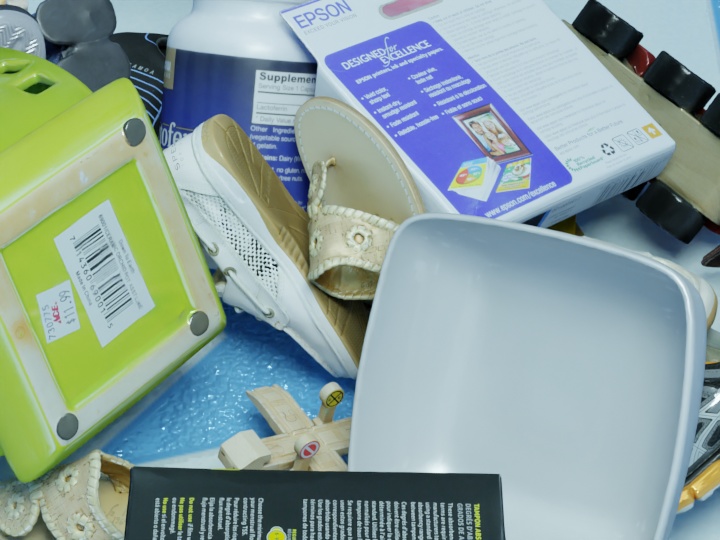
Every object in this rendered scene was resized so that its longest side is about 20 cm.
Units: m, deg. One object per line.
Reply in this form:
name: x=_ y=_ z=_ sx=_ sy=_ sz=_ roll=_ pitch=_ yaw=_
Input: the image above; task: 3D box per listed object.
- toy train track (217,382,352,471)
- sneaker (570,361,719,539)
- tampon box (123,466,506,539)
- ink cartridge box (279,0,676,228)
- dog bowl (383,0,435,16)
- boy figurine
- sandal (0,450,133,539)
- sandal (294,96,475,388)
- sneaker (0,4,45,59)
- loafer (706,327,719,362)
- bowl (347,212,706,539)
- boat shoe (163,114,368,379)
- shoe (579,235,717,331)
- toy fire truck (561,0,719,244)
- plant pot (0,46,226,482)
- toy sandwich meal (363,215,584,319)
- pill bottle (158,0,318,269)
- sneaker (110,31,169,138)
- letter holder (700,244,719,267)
toy train track: x=0.006 y=0.089 z=1.235 sx=0.199 sy=0.033 sz=0.115 roll=-11 pitch=43 yaw=-35
sneaker: x=0.195 y=0.094 z=1.201 sx=0.199 sy=0.078 sz=0.077 roll=-35 pitch=84 yaw=0
tampon box: x=-0.025 y=0.198 z=1.071 sx=0.198 sy=0.150 sz=0.127 roll=2 pitch=45 yaw=-2
ink cartridge box: x=0.072 y=-0.111 z=1.297 sx=0.197 sy=0.043 sz=0.200 roll=-24 pitch=66 yaw=-37
dog bowl: x=0.044 y=-0.178 z=1.515 sx=0.199 sy=0.074 sz=0.201 roll=2 pitch=44 yaw=-2
boy figurine: x=-0.227 y=-0.126 z=1.395 sx=0.064 sy=0.200 sz=0.125 roll=-18 pitch=89 yaw=-30
sandal: x=-0.141 y=0.131 z=1.177 sx=0.210 sy=0.070 sz=0.078 roll=3 pitch=44 yaw=-1
sandal: x=0.003 y=-0.002 z=1.215 sx=0.069 sy=0.077 sz=0.213 roll=-29 pitch=91 yaw=-43
sneaker: x=-0.276 y=-0.114 z=1.345 sx=0.077 sy=0.200 sz=0.112 roll=19 pitch=32 yaw=-31
loafer: x=0.218 y=0.079 z=1.276 sx=0.199 sy=0.075 sz=0.070 roll=30 pitch=66 yaw=27
bowl: x=0.101 y=0.075 z=1.148 sx=0.199 sy=0.201 sz=0.075 roll=14 pitch=8 yaw=28
boat shoe: x=-0.061 y=-0.005 z=1.256 sx=0.069 sy=0.200 sz=0.071 roll=-25 pitch=27 yaw=19
shoe: x=0.121 y=0.015 z=1.262 sx=0.199 sy=0.053 sz=0.070 roll=3 pitch=64 yaw=15
toy fire truck: x=0.228 y=-0.108 z=1.436 sx=0.176 sy=0.129 sz=0.200 roll=40 pitch=10 yaw=22
plant pot: x=-0.202 y=-0.002 z=1.184 sx=0.181 sy=0.201 sz=0.199 roll=7 pitch=36 yaw=45
toy sandwich meal: x=0.068 y=-0.026 z=1.363 sx=0.204 sy=0.071 sz=0.206 roll=2 pitch=44 yaw=-2
pill bottle: x=-0.073 y=-0.105 z=1.325 sx=0.115 sy=0.202 sz=0.116 roll=5 pitch=8 yaw=-1
sneaker: x=-0.152 y=-0.103 z=1.426 sx=0.077 sy=0.070 sz=0.201 roll=-9 pitch=45 yaw=-6
letter holder: x=0.341 y=0.014 z=1.329 sx=0.199 sy=0.142 sz=0.101 roll=-4 pitch=76 yaw=-17
